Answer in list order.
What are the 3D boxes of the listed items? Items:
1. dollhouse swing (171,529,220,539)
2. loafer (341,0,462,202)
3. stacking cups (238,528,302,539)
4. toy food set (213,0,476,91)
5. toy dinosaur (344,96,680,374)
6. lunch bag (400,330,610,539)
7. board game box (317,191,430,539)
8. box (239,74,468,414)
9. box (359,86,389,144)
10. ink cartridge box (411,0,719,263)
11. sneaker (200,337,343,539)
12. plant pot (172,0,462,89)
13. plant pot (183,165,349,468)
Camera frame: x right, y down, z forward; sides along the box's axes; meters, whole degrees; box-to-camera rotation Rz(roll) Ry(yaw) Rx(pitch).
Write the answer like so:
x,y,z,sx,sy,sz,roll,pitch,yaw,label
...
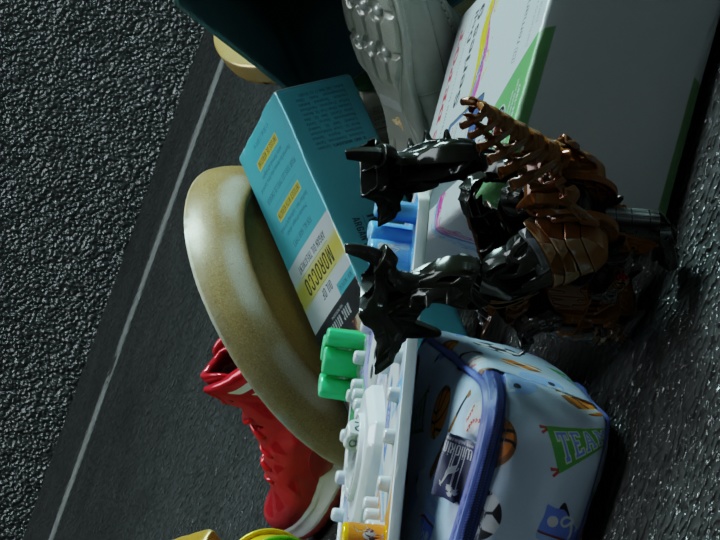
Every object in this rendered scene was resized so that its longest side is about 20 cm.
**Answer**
x,y,z,sx,sy,sz,roll,pitch,yaw,label
-0.112,0.295,1.710,0.182,0.176,0.200,-23,31,50,dollhouse swing
0.042,-0.109,1.563,0.070,0.070,0.200,35,147,54,loafer
-0.038,0.194,1.732,0.200,0.060,0.061,-172,101,-78,stacking cups
0.021,-0.178,1.723,0.200,0.198,0.049,-54,-41,-33,toy food set
0.067,-0.024,1.265,0.102,0.136,0.200,-82,-18,-47,toy dinosaur
0.050,0.118,1.356,0.200,0.076,0.160,-126,54,-79,lunch bag
-0.003,0.089,1.391,0.200,0.026,0.200,112,165,-66,board game box
0.000,0.000,1.599,0.200,0.049,0.082,66,154,19,box
0.039,-0.091,1.713,0.200,0.068,0.082,-95,-11,-65,box
0.095,-0.075,1.422,0.200,0.087,0.145,136,151,-74,ink cartridge box
-0.052,0.088,1.827,0.078,0.115,0.200,-82,15,-45,sneaker
-0.042,-0.229,1.628,0.141,0.141,0.200,-35,54,16,plant pot
-0.026,0.022,1.668,0.027,0.200,0.200,-33,28,23,plant pot
